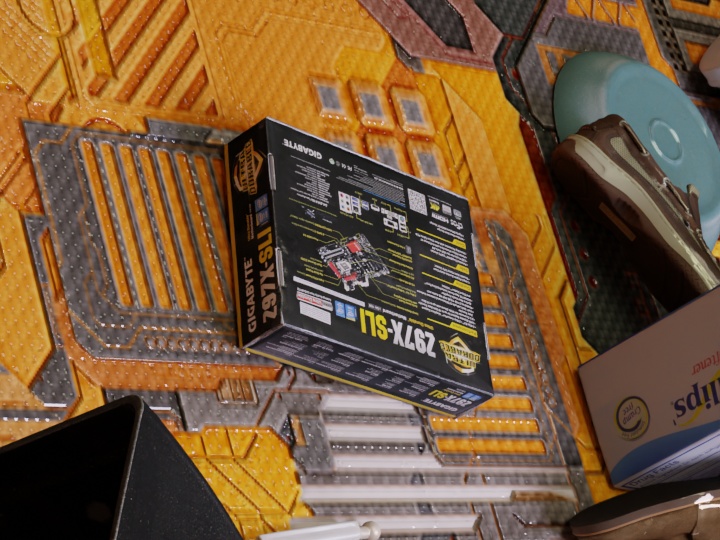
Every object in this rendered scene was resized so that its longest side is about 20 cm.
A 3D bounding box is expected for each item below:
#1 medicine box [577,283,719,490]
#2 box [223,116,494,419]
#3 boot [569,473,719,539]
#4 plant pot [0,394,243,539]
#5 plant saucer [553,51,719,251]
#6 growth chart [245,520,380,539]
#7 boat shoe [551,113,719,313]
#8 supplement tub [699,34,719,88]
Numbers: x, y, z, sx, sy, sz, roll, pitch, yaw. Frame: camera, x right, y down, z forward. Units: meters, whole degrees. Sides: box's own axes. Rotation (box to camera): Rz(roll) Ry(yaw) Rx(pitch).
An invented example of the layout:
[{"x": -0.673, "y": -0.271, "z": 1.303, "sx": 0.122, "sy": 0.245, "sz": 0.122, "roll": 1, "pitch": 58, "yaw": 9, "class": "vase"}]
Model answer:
[{"x": 0.298, "y": 0.085, "z": 1.850, "sx": 0.199, "sy": 0.182, "sz": 0.104, "roll": 7, "pitch": 59, "yaw": -45, "class": "medicine box"}, {"x": 0.000, "y": 0.000, "z": 1.690, "sx": 0.199, "sy": 0.049, "sz": 0.161, "roll": 20, "pitch": 54, "yaw": -39, "class": "box"}, {"x": 0.245, "y": 0.185, "z": 1.783, "sx": 0.199, "sy": 0.074, "sz": 0.076, "roll": -9, "pitch": 97, "yaw": -21, "class": "boot"}, {"x": -0.145, "y": 0.217, "z": 1.276, "sx": 0.177, "sy": 0.199, "sz": 0.201, "roll": 44, "pitch": 38, "yaw": -34, "class": "plant pot"}, {"x": 0.239, "y": -0.098, "z": 2.033, "sx": 0.199, "sy": 0.036, "sz": 0.201, "roll": 27, "pitch": 48, "yaw": -33, "class": "plant saucer"}, {"x": -0.008, "y": 0.247, "z": 1.535, "sx": 0.144, "sy": 0.018, "sz": 0.201, "roll": 9, "pitch": 58, "yaw": -45, "class": "growth chart"}, {"x": 0.240, "y": -0.038, "z": 1.927, "sx": 0.075, "sy": 0.075, "sz": 0.203, "roll": -38, "pitch": 87, "yaw": -21, "class": "boat shoe"}, {"x": 0.403, "y": -0.139, "z": 2.156, "sx": 0.200, "sy": 0.140, "sz": 0.141, "roll": 49, "pitch": 38, "yaw": -11, "class": "supplement tub"}]
